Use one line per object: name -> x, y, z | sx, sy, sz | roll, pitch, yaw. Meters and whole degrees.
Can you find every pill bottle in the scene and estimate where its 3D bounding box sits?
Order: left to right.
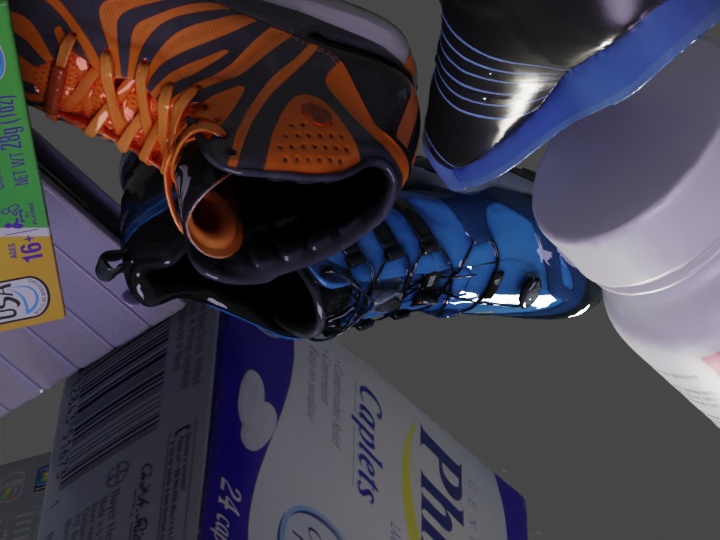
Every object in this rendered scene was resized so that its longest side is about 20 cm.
pill bottle -> 0.164, 0.009, 0.942 | 0.113, 0.114, 0.200 | -33, 122, 30

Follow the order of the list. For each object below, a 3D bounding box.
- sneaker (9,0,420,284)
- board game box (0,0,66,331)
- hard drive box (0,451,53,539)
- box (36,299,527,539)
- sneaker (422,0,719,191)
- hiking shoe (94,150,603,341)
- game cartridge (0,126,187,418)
sneaker -> -0.075, -0.061, 0.897 | 0.200, 0.112, 0.078 | 9, 132, -4
board game box -> -0.211, -0.028, 0.853 | 0.200, 0.040, 0.153 | -12, 136, -8
hard drive box -> -0.127, 0.203, 1.086 | 0.077, 0.200, 0.156 | -16, 129, 18
box -> -0.028, 0.128, 1.021 | 0.105, 0.184, 0.200 | -32, 124, 27
sneaker -> 0.058, -0.087, 0.867 | 0.078, 0.070, 0.200 | 52, 157, -3
hiking shoe -> 0.000, 0.000, 0.964 | 0.200, 0.087, 0.074 | 9, 135, -4
game cartridge -> -0.180, -0.025, 0.993 | 0.130, 0.038, 0.200 | -27, 125, 31
